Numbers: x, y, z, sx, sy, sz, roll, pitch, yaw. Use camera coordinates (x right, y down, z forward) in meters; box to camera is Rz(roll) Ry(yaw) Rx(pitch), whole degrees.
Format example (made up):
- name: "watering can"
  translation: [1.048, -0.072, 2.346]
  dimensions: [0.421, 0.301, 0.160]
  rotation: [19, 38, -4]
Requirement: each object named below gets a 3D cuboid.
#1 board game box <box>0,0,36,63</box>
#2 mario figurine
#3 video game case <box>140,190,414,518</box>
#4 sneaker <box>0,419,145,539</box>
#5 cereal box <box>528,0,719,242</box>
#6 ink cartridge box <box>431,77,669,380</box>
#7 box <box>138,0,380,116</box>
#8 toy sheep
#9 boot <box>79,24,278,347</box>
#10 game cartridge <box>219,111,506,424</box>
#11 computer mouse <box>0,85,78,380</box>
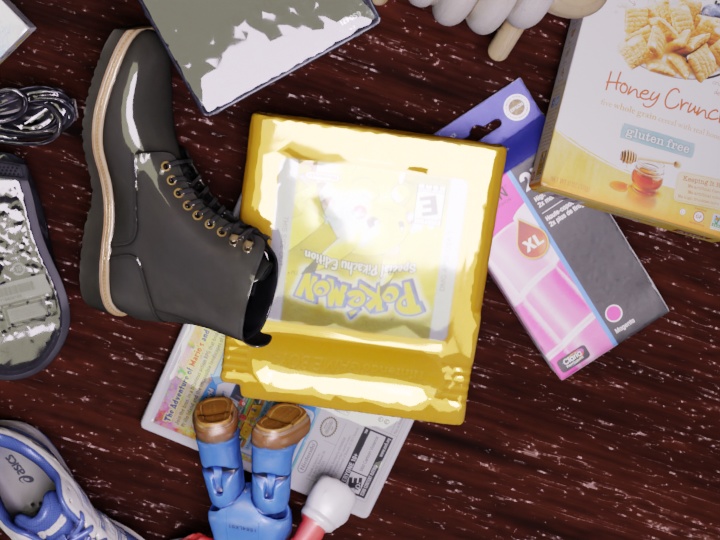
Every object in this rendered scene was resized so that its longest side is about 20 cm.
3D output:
- name: "board game box"
  translation: [-0.338, -0.189, 0.907]
  dimensions: [0.134, 0.034, 0.200]
  rotation: [-44, 100, 4]
- name: "mario figurine"
  translation: [-0.078, 0.185, 0.975]
  dimensions: [0.106, 0.123, 0.200]
  rotation: [-14, 115, -41]
- name: "video game case"
  translation: [-0.037, 0.057, 0.980]
  dimensions: [0.182, 0.024, 0.200]
  rotation: [24, 99, -8]
- name: "sneaker"
  translation: [-0.204, 0.187, 0.933]
  dimensions: [0.200, 0.088, 0.075]
  rotation: [44, 83, 5]
- name: "cereal box"
  translation: [0.210, -0.133, 0.936]
  dimensions: [0.144, 0.040, 0.200]
  rotation: [15, 87, -7]
- name: "ink cartridge box"
  translation: [0.130, -0.028, 0.972]
  dimensions: [0.095, 0.037, 0.200]
  rotation: [-33, 99, 2]
- name: "box"
  translation: [-0.091, -0.214, 0.837]
  dimensions: [0.123, 0.198, 0.200]
  rotation: [-28, 101, -1]
- name: "toy sheep"
  translation: [0.072, -0.218, 0.880]
  dimensions: [0.200, 0.138, 0.138]
  rotation: [20, 98, -10]
- name: "boot"
  translation: [-0.109, -0.055, 0.901]
  dimensions: [0.138, 0.077, 0.200]
  rotation: [15, 114, 24]
- name: "game cartridge"
  translation: [0.000, 0.000, 0.939]
  dimensions: [0.176, 0.032, 0.200]
  rotation: [7, 100, -2]
- name: "computer mouse"
  translation: [-0.251, -0.025, 0.931]
  dimensions: [0.138, 0.053, 0.200]
  rotation: [-10, 105, -11]
